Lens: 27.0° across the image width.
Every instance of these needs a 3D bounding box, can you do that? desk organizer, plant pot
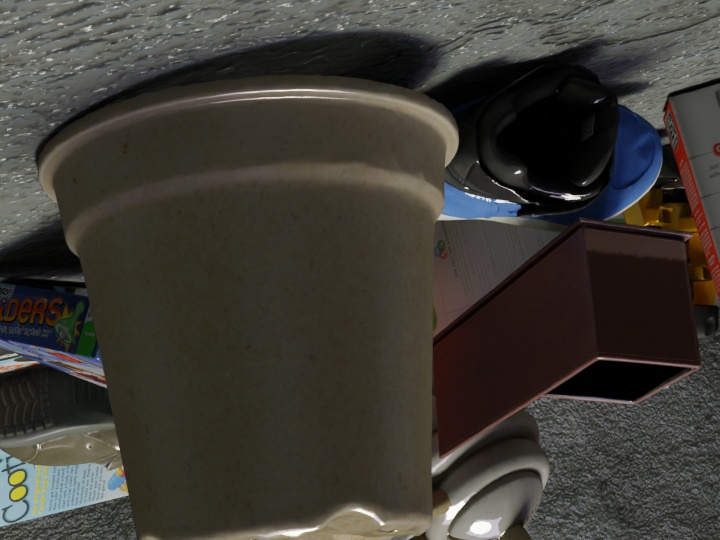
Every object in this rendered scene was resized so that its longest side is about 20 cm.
[{"bbox_3d":[0.112,0.048,0.868,0.071,0.078,0.200,6,156,-21],"label":"desk organizer"},{"bbox_3d":[-0.042,0.034,0.685,0.198,0.186,0.201,-6,165,-2],"label":"plant pot"}]

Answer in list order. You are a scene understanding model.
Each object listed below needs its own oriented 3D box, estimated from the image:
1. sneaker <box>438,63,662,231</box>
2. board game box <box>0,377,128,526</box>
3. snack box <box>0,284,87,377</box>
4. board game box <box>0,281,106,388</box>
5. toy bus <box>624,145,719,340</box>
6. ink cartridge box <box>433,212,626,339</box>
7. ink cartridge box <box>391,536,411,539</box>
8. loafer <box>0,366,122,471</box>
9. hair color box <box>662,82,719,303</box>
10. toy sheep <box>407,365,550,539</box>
[{"bbox_3d":[0.117,-0.064,0.810,0.198,0.078,0.111,-2,175,-35],"label":"sneaker"},{"bbox_3d":[-0.240,0.123,1.202,0.102,0.106,0.199,20,-163,40],"label":"board game box"},{"bbox_3d":[-0.230,0.045,1.042,0.115,0.038,0.200,-17,172,19],"label":"snack box"},{"bbox_3d":[-0.131,0.057,0.918,0.134,0.035,0.199,7,166,39],"label":"board game box"},{"bbox_3d":[0.164,-0.017,1.126,0.190,0.137,0.199,-1,177,26],"label":"toy bus"},{"bbox_3d":[0.072,-0.015,0.966,0.199,0.105,0.059,-22,169,38],"label":"ink cartridge box"},{"bbox_3d":[0.001,0.133,1.119,0.200,0.144,0.084,-37,167,-51],"label":"ink cartridge box"},{"bbox_3d":[-0.171,0.100,1.081,0.198,0.076,0.070,-7,144,6],"label":"loafer"},{"bbox_3d":[0.267,-0.023,0.938,0.100,0.202,0.061,-16,173,6],"label":"hair color box"},{"bbox_3d":[0.058,0.125,1.006,0.137,0.201,0.138,-26,151,-16],"label":"toy sheep"}]
